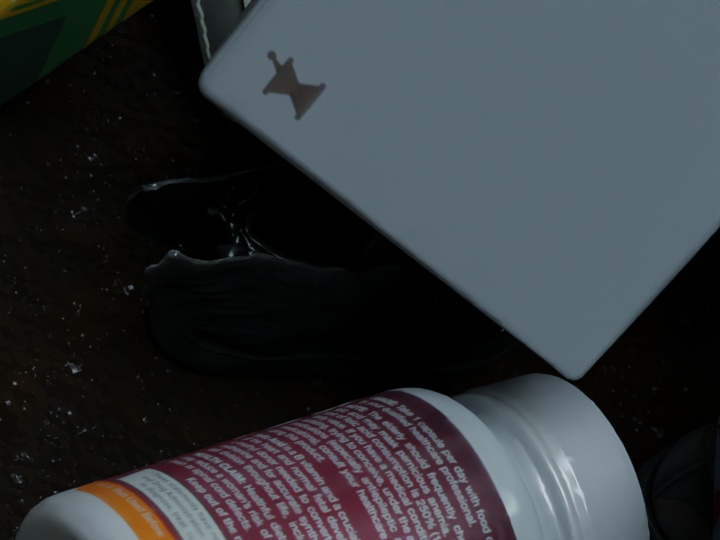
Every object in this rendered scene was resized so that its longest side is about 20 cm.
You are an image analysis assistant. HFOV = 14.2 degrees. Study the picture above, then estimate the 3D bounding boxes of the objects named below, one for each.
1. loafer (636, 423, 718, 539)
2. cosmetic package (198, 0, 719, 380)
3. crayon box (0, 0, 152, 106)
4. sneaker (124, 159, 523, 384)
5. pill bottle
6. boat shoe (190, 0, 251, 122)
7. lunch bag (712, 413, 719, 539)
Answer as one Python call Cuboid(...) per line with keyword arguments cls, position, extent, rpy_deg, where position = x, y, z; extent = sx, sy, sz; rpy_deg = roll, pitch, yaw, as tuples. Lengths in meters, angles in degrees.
Cuboid(cls="loafer", position=(0.189, 0.135, 1.090), extent=(0.200, 0.063, 0.072), rpy_deg=(41, 55, 0))
Cuboid(cls="cosmetic package", position=(0.070, -0.102, 1.012), extent=(0.166, 0.167, 0.200), rpy_deg=(38, 22, -6))
Cuboid(cls="crayon box", position=(-0.105, -0.151, 1.022), extent=(0.051, 0.200, 0.126), rpy_deg=(11, 58, -46))
Cuboid(cls="sneaker", position=(-0.001, -0.003, 1.051), extent=(0.199, 0.104, 0.060), rpy_deg=(-3, 65, -26))
Cuboid(cls="pill bottle", position=(-0.008, 0.106, 0.985), extent=(0.199, 0.114, 0.114), rpy_deg=(-16, 72, -30))
Cuboid(cls="boat shoe", position=(-0.061, -0.149, 1.127), extent=(0.060, 0.072, 0.202), rpy_deg=(-12, 79, 14))
Cuboid(cls="lunch bag", position=(0.187, 0.121, 0.984), extent=(0.124, 0.170, 0.200), rpy_deg=(-29, 95, 5))
